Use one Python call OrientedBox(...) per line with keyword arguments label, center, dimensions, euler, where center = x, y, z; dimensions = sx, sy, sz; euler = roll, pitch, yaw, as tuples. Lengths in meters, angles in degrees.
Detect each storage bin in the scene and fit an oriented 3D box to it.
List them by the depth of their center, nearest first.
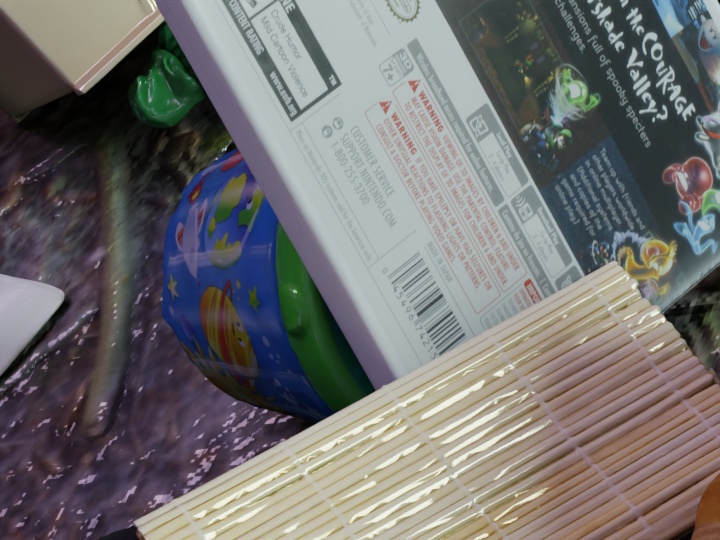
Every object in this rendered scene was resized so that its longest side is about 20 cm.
OrientedBox(label="storage bin", center=(-0.099, -0.166, 1.312), dimensions=(0.199, 0.094, 0.200), euler=(-44, 9, -11))

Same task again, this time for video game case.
OrientedBox(label="video game case", center=(0.044, -0.062, 0.997), dimensions=(0.182, 0.200, 0.023), euler=(-38, 18, -25))

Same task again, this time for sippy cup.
OrientedBox(label="sippy cup", center=(0.000, 0.000, 1.062), dimensions=(0.178, 0.140, 0.130), euler=(-44, 22, -29))

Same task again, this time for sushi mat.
OrientedBox(label="sushi mat", center=(0.035, 0.069, 0.938), dimensions=(0.200, 0.012, 0.096), euler=(-27, 59, -27))

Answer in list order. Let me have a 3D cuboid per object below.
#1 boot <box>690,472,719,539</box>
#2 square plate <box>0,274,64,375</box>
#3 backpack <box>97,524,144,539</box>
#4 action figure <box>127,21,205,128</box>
OrientedBox(label="boot", center=(0.182, 0.063, 0.863), dimensions=(0.201, 0.071, 0.144), euler=(-5, 44, 42))
OrientedBox(label="square plate", center=(-0.247, 0.058, 1.296), dimensions=(0.200, 0.028, 0.198), euler=(14, 58, 49))
OrientedBox(label="backpack", center=(-0.115, 0.174, 0.944), dimensions=(0.200, 0.127, 0.167), euler=(-31, 37, 14))
OrientedBox(label="action figure", center=(-0.019, -0.128, 1.296), dimensions=(0.200, 0.055, 0.118), euler=(-36, 35, -4))
